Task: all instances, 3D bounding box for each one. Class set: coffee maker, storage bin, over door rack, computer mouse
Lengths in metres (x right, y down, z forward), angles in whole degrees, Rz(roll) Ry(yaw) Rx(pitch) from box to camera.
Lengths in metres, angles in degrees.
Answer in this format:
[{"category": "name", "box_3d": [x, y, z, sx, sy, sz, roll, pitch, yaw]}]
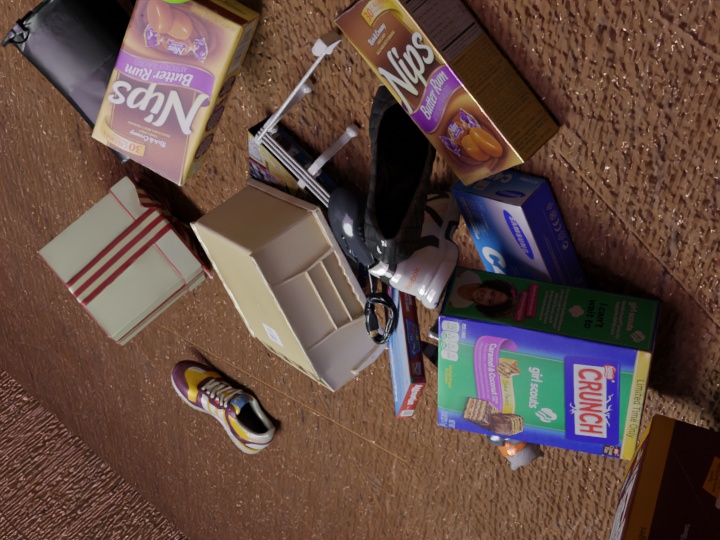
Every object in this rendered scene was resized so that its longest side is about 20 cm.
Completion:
[{"category": "coffee maker", "box_3d": [-0.299, -0.226, 1.743, 0.200, 0.192, 0.135, 47, 135, -12]}, {"category": "storage bin", "box_3d": [-0.081, 0.016, 1.734, 0.200, 0.094, 0.199, 25, 146, 61]}, {"category": "over door rack", "box_3d": [-0.012, -0.144, 1.565, 0.148, 0.067, 0.200, 44, 143, 1]}, {"category": "computer mouse", "box_3d": [0.000, 0.000, 1.599, 0.059, 0.034, 0.200, 13, 131, 37]}]

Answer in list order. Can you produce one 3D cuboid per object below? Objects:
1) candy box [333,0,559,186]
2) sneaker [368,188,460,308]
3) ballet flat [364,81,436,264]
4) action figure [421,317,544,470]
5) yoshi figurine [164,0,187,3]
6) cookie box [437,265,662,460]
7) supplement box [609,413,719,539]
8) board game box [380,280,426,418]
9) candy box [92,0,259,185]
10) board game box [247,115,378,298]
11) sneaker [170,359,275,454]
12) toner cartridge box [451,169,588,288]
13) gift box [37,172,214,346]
[{"category": "candy box", "box_3d": [0.075, -0.177, 1.366, 0.200, 0.056, 0.117, 52, 157, -8]}, {"category": "sneaker", "box_3d": [0.052, -0.037, 1.493, 0.080, 0.200, 0.074, 22, 112, -6]}, {"category": "ballet flat", "box_3d": [0.040, -0.101, 1.411, 0.066, 0.200, 0.057, 5, 161, -4]}, {"category": "action figure", "box_3d": [0.136, 0.138, 1.707, 0.194, 0.105, 0.200, 58, 153, 0]}, {"category": "yoshi figurine", "box_3d": [-0.144, -0.296, 1.479, 0.200, 0.112, 0.112, 24, 151, 46]}, {"category": "cookie box", "box_3d": [0.179, 0.091, 1.469, 0.200, 0.075, 0.171, 9, 138, 11]}, {"category": "supplement box", "box_3d": [0.329, 0.269, 1.388, 0.200, 0.197, 0.133, 16, 150, 7]}, {"category": "board game box", "box_3d": [0.044, 0.049, 1.660, 0.103, 0.019, 0.200, 108, 158, -63]}, {"category": "candy box", "box_3d": [-0.197, -0.205, 1.616, 0.117, 0.056, 0.200, 28, 121, 7]}, {"category": "board game box", "box_3d": [-0.054, -0.067, 1.746, 0.200, 0.035, 0.136, 46, 158, 21]}, {"category": "sneaker", "box_3d": [-0.216, 0.207, 2.456, 0.200, 0.075, 0.090, 40, 148, -1]}, {"category": "toner cartridge box", "box_3d": [0.165, -0.009, 1.492, 0.095, 0.043, 0.200, 18, 144, 46]}, {"category": "gift box", "box_3d": [-0.312, -0.013, 2.103, 0.185, 0.187, 0.200, 49, 172, -2]}]
